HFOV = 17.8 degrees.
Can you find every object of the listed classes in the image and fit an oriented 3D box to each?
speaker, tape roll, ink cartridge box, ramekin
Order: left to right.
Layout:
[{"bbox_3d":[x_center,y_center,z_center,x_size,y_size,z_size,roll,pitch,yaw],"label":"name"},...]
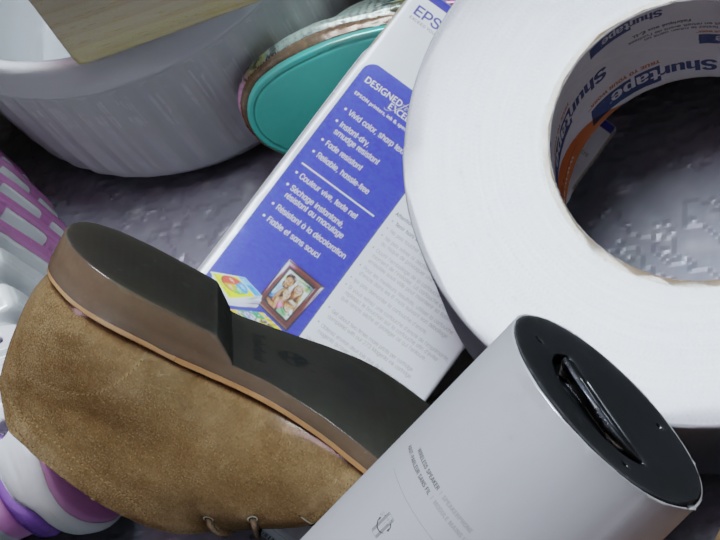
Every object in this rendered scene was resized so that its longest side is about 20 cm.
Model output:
[{"bbox_3d":[-0.087,-0.133,0.960,0.200,0.105,0.201,-12,54,17],"label":"ramekin"},{"bbox_3d":[0.000,0.000,0.845,0.095,0.037,0.200,36,77,1],"label":"ink cartridge box"},{"bbox_3d":[0.013,0.108,0.721,0.200,0.081,0.081,-48,48,19],"label":"speaker"},{"bbox_3d":[0.118,-0.033,0.788,0.200,0.066,0.201,-4,69,10],"label":"tape roll"}]

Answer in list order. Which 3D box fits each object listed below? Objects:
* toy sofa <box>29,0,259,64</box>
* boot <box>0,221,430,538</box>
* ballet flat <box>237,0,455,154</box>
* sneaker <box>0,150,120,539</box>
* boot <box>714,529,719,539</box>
[{"bbox_3d":[-0.098,-0.187,0.871,0.083,0.098,0.200,-18,53,12],"label":"toy sofa"},{"bbox_3d":[-0.029,0.064,0.787,0.076,0.200,0.074,-59,6,14],"label":"boot"},{"bbox_3d":[0.051,-0.092,0.901,0.199,0.069,0.071,-14,35,11],"label":"ballet flat"},{"bbox_3d":[-0.156,0.030,0.903,0.088,0.080,0.200,-30,50,17],"label":"sneaker"},{"bbox_3d":[0.140,0.137,0.693,0.200,0.074,0.155,-32,46,20],"label":"boot"}]
